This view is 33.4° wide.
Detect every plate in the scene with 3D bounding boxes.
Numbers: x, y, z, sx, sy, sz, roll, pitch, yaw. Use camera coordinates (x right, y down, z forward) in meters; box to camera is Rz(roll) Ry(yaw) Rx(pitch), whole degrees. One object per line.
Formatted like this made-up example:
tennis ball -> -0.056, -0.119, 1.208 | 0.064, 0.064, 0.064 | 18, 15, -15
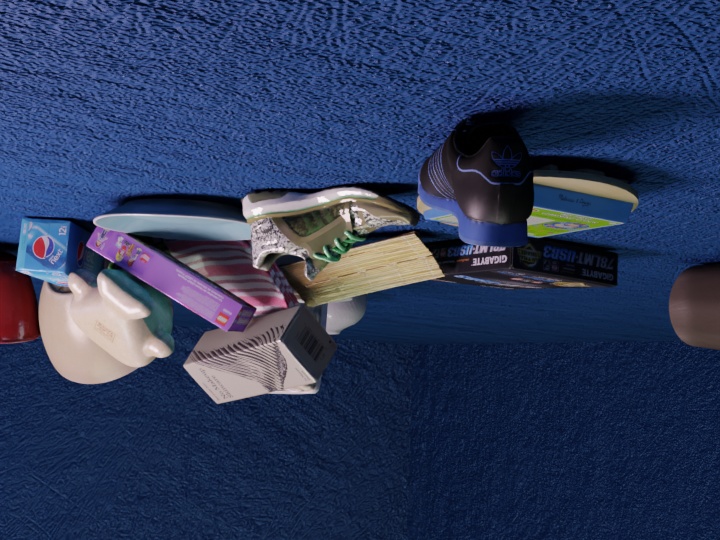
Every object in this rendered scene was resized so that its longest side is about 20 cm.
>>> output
plate -> -0.198, -0.058, 1.343 | 0.198, 0.026, 0.200 | 3, 174, 0

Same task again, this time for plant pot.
plant pot -> -0.392, 0.045, 1.763 | 0.198, 0.201, 0.135 | 0, 138, 20

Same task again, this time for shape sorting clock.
shape sorting clock -> 0.150, -0.063, 1.083 | 0.198, 0.040, 0.200 | 3, 173, 0

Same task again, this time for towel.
towel -> -0.154, 0.028, 1.543 | 0.145, 0.030, 0.201 | -4, 128, 36

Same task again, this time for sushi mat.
sushi mat -> 0.000, 0.000, 1.506 | 0.198, 0.012, 0.096 | -13, 139, 22

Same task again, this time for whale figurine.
whale figurine -> -0.285, 0.040, 1.481 | 0.159, 0.104, 0.200 | 37, 156, 1

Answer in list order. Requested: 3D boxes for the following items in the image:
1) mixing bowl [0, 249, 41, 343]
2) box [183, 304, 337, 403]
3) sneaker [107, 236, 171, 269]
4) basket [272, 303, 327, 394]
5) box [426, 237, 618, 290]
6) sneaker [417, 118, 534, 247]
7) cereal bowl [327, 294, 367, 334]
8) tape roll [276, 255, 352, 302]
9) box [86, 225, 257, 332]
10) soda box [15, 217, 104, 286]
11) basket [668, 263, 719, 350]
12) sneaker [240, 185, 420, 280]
mixing bowl -> -0.563, 0.026, 1.766 | 0.198, 0.109, 0.200 | 11, -171, -2
box -> -0.131, 0.110, 1.543 | 0.199, 0.069, 0.082 | -19, 120, 43
sneaker -> -0.317, 0.014, 1.623 | 0.085, 0.078, 0.200 | 19, 128, -37
basket -> -0.138, 0.087, 1.889 | 0.134, 0.202, 0.123 | -1, 167, 22
box -> 0.198, -0.007, 1.567 | 0.199, 0.050, 0.198 | 8, 171, -37
sneaker -> 0.088, -0.077, 0.892 | 0.069, 0.079, 0.200 | 1, -164, -11
cereal bowl -> -0.085, 0.077, 2.295 | 0.198, 0.084, 0.200 | 3, 173, 0
tape roll -> -0.108, 0.002, 1.654 | 0.200, 0.072, 0.202 | 3, 174, 0
box -> -0.226, 0.009, 1.466 | 0.199, 0.039, 0.137 | 31, 179, 3
soda box -> -0.386, -0.020, 1.562 | 0.063, 0.069, 0.200 | 4, 174, 1
basket -> 0.518, 0.049, 1.583 | 0.179, 0.138, 0.199 | -2, -179, -32
sneaker -> -0.030, -0.033, 1.198 | 0.198, 0.090, 0.077 | -2, 173, 30
